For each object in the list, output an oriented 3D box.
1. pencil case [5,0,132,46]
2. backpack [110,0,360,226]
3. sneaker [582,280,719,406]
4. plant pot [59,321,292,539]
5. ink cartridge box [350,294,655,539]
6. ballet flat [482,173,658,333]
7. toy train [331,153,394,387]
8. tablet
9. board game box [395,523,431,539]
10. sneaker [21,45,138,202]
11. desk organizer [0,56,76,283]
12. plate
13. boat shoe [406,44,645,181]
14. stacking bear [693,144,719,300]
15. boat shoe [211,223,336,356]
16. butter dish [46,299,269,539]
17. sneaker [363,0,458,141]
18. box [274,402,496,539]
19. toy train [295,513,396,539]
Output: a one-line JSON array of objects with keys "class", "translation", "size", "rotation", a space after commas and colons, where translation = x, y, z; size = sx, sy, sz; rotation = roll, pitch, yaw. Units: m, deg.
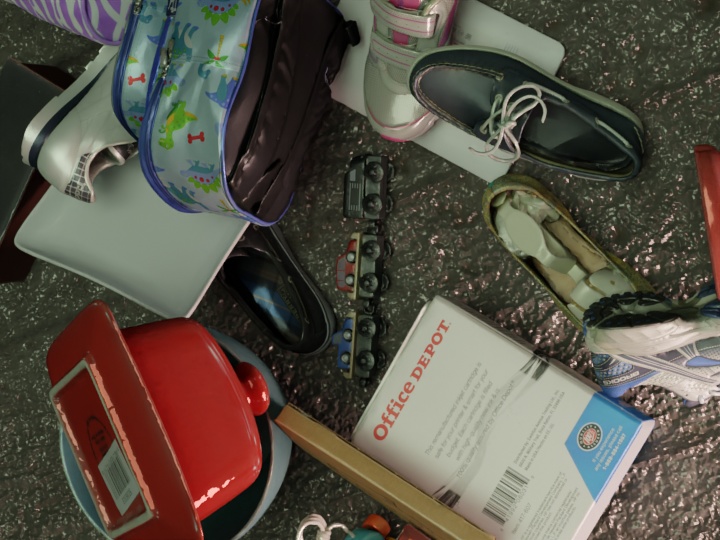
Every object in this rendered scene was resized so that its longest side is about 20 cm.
[{"class": "pencil case", "translation": [-0.253, -0.256, 1.433], "size": [0.200, 0.084, 0.086], "rotation": [27, 132, 44]}, {"class": "backpack", "translation": [-0.110, -0.143, 1.329], "size": [0.147, 0.183, 0.201], "rotation": [9, 79, 22]}, {"class": "sneaker", "translation": [0.274, 0.059, 1.287], "size": [0.199, 0.077, 0.085], "rotation": [-4, 117, 5]}, {"class": "plant pot", "translation": [-0.140, 0.139, 1.419], "size": [0.199, 0.135, 0.201], "rotation": [1, 93, 21]}, {"class": "ink cartridge box", "translation": [0.115, 0.131, 1.341], "size": [0.200, 0.084, 0.146], "rotation": [32, 97, 18]}, {"class": "ballet flat", "translation": [0.171, 0.000, 1.328], "size": [0.200, 0.071, 0.071], "rotation": [47, 107, 12]}, {"class": "toy train", "translation": [0.000, 0.000, 1.412], "size": [0.046, 0.034, 0.201], "rotation": [4, 94, 24]}, {"class": "tablet", "translation": [0.061, -0.173, 1.390], "size": [0.200, 0.014, 0.130], "rotation": [30, 103, 18]}, {"class": "board game box", "translation": [0.092, 0.308, 1.347], "size": [0.200, 0.019, 0.103], "rotation": [35, 69, 1]}, {"class": "sneaker", "translation": [-0.205, -0.147, 1.438], "size": [0.080, 0.076, 0.200], "rotation": [35, 75, 14]}, {"class": "desk organizer", "translation": [-0.315, -0.088, 1.505], "size": [0.072, 0.077, 0.200], "rotation": [31, 103, 17]}, {"class": "plate", "translation": [-0.172, -0.063, 1.428], "size": [0.200, 0.032, 0.200], "rotation": [23, 70, 27]}, {"class": "boat shoe", "translation": [0.131, -0.119, 1.304], "size": [0.199, 0.062, 0.075], "rotation": [23, 119, -5]}, {"class": "stacking bear", "translation": [0.360, -0.046, 1.233], "size": [0.199, 0.121, 0.114], "rotation": [-9, 77, 12]}, {"class": "boat shoe", "translation": [-0.101, -0.006, 1.432], "size": [0.070, 0.066, 0.200], "rotation": [-39, 78, 18]}, {"class": "butter dish", "translation": [-0.139, 0.114, 1.277], "size": [0.200, 0.147, 0.200], "rotation": [66, 152, 7]}, {"class": "sneaker", "translation": [0.040, -0.205, 1.341], "size": [0.081, 0.088, 0.201], "rotation": [14, 98, 20]}, {"class": "box", "translation": [0.029, 0.184, 1.346], "size": [0.200, 0.164, 0.021], "rotation": [31, 79, 17]}, {"class": "toy train", "translation": [-0.006, 0.304, 1.368], "size": [0.056, 0.150, 0.201], "rotation": [5, 90, 42]}]
